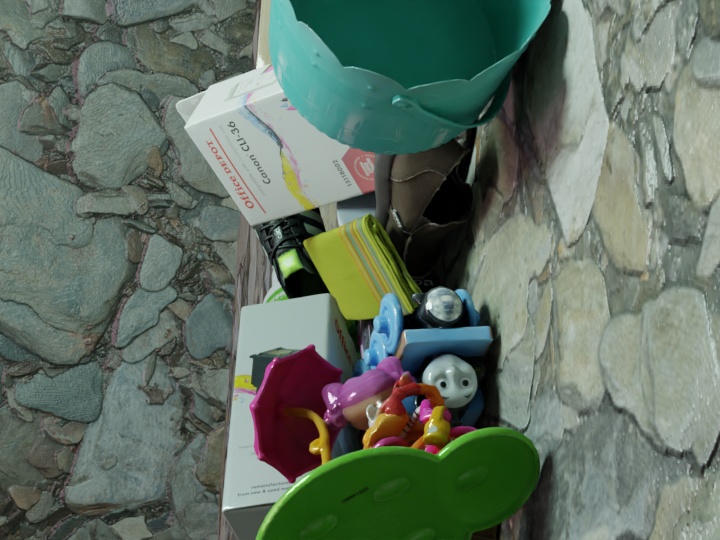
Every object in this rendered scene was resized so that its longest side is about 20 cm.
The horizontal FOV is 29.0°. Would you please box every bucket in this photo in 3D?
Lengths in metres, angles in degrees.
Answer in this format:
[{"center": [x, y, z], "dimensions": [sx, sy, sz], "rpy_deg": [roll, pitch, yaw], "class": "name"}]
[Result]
[{"center": [0.030, -0.188, 0.967], "dimensions": [0.135, 0.205, 0.209], "rpy_deg": [114, 158, -68], "class": "bucket"}]

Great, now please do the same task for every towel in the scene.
[{"center": [0.000, 0.000, 1.180], "dimensions": [0.087, 0.018, 0.200], "rpy_deg": [62, 164, -4], "class": "towel"}]

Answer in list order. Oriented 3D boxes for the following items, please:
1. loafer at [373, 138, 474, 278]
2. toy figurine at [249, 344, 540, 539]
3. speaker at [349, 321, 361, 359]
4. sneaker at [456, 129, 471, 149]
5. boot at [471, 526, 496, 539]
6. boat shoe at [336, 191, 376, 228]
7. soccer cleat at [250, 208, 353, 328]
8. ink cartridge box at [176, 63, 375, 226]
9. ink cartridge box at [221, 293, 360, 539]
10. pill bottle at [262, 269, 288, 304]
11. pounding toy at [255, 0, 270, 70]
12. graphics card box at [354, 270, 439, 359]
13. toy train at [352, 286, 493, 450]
[{"center": [0.052, -0.046, 1.120], "dimensions": [0.073, 0.071, 0.200], "rpy_deg": [-53, -20, -21], "class": "loafer"}, {"center": [0.000, 0.115, 0.956], "dimensions": [0.151, 0.199, 0.184], "rpy_deg": [63, 179, -37], "class": "toy figurine"}, {"center": [-0.019, 0.128, 1.420], "dimensions": [0.089, 0.088, 0.201], "rpy_deg": [-97, 15, -46], "class": "speaker"}, {"center": [0.037, -0.176, 1.135], "dimensions": [0.076, 0.114, 0.202], "rpy_deg": [-121, 37, -72], "class": "sneaker"}, {"center": [0.049, 0.212, 1.061], "dimensions": [0.155, 0.071, 0.202], "rpy_deg": [-108, 24, -71], "class": "boot"}, {"center": [0.022, -0.080, 1.261], "dimensions": [0.201, 0.069, 0.067], "rpy_deg": [-78, -9, -45], "class": "boat shoe"}, {"center": [-0.064, -0.028, 1.305], "dimensions": [0.201, 0.067, 0.081], "rpy_deg": [62, -166, -3], "class": "soccer cleat"}, {"center": [-0.066, -0.112, 1.194], "dimensions": [0.117, 0.199, 0.068], "rpy_deg": [57, -144, -28], "class": "ink cartridge box"}, {"center": [-0.047, 0.143, 1.133], "dimensions": [0.146, 0.082, 0.201], "rpy_deg": [70, -164, -46], "class": "ink cartridge box"}, {"center": [-0.056, 0.073, 1.572], "dimensions": [0.201, 0.110, 0.112], "rpy_deg": [-97, 15, -47], "class": "pill bottle"}, {"center": [-0.049, -0.200, 1.337], "dimensions": [0.184, 0.141, 0.202], "rpy_deg": [32, -119, -68], "class": "pounding toy"}, {"center": [0.028, 0.012, 1.302], "dimensions": [0.201, 0.050, 0.126], "rpy_deg": [-102, 20, -53], "class": "graphics card box"}, {"center": [0.048, 0.096, 1.080], "dimensions": [0.200, 0.086, 0.115], "rpy_deg": [112, 151, -56], "class": "toy train"}]
